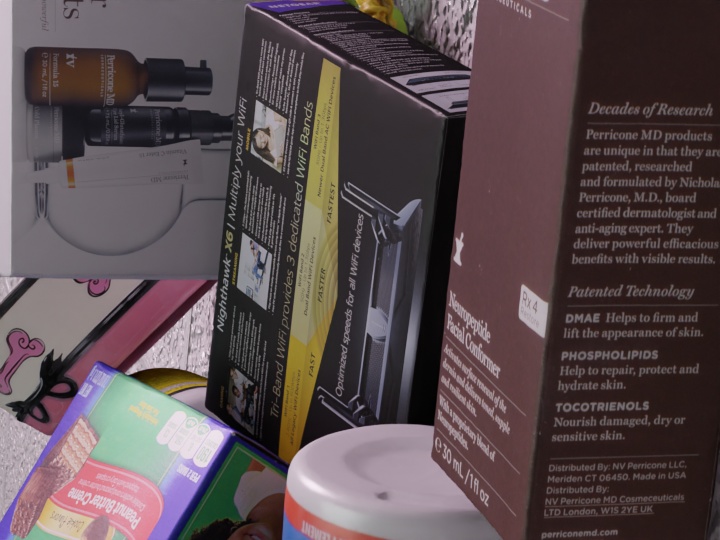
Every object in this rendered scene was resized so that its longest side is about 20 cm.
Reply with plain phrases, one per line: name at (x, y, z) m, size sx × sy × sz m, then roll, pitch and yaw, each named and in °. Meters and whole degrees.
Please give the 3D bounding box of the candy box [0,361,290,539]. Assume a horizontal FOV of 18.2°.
candy box at (-0.112, 0.153, 0.968) m, size 0.201 × 0.077 × 0.169 m, roll -60°, pitch 26°, yaw -7°

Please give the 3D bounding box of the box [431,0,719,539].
box at (0.079, -0.011, 0.760) m, size 0.100 × 0.074 × 0.202 m, roll -136°, pitch 49°, yaw -67°

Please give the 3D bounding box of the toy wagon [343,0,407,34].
toy wagon at (-0.004, -0.063, 1.089) m, size 0.200 × 0.039 × 0.156 m, roll 114°, pitch 150°, yaw -52°

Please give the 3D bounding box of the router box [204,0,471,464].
router box at (0.000, 0.000, 0.976) m, size 0.157 × 0.052 × 0.201 m, roll 35°, pitch 125°, yaw 48°

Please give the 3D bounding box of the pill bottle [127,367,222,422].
pill bottle at (-0.107, 0.115, 1.302) m, size 0.200 × 0.112 × 0.113 m, roll -169°, pitch 80°, yaw -72°

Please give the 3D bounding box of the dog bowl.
dog bowl at (-0.151, 0.017, 1.349) m, size 0.074 × 0.200 × 0.200 m, roll 46°, pitch 158°, yaw -1°

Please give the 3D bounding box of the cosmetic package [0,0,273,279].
cosmetic package at (-0.096, -0.096, 1.067) m, size 0.052 × 0.150 × 0.202 m, roll 179°, pitch 91°, yaw -71°

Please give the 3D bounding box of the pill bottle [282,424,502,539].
pill bottle at (0.020, 0.171, 0.889) m, size 0.112 × 0.111 × 0.202 m, roll -140°, pitch 52°, yaw -68°
